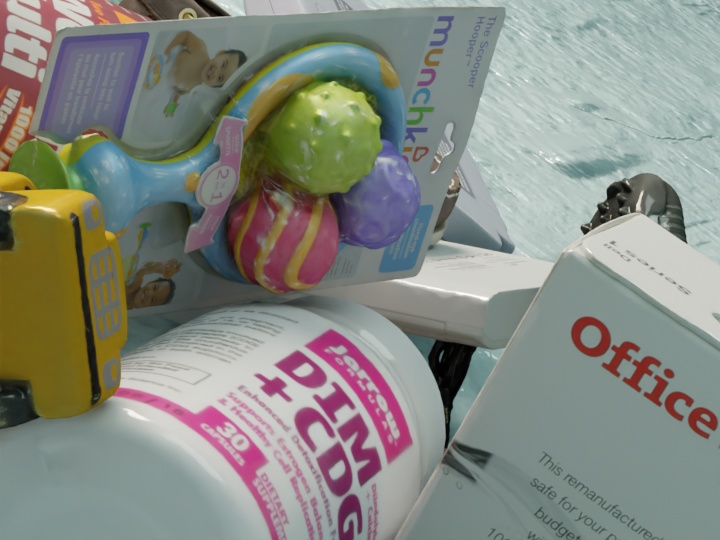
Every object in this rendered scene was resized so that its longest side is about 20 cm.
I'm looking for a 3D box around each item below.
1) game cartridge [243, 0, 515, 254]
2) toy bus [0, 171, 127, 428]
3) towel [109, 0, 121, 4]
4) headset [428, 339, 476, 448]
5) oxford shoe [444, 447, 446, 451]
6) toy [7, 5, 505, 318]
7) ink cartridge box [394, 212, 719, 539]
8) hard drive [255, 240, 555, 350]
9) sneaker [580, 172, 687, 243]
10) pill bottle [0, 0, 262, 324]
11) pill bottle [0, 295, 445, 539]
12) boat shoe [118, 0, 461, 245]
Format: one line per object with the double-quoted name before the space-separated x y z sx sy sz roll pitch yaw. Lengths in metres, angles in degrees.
"game cartridge" 0.003 -0.083 1.160 0.133 0.042 0.201 34 21 -33
"toy bus" -0.163 0.008 0.716 0.198 0.066 0.078 -2 11 18
"towel" -0.108 -0.093 1.024 0.200 0.022 0.146 45 19 17
"headset" 0.119 0.076 1.030 0.198 0.095 0.124 7 25 -12
"oxford shoe" 0.044 0.107 0.897 0.200 0.071 0.072 42 18 30
"toy" -0.027 -0.028 0.806 0.199 0.116 0.047 -5 36 -39
"ink cartridge box" 0.091 0.103 0.773 0.146 0.201 0.084 35 22 14
"hard drive" 0.000 0.000 1.028 0.199 0.027 0.132 11 9 31
"sneaker" 0.126 0.063 0.951 0.090 0.202 0.066 8 -12 -20
"pill bottle" -0.122 -0.051 0.832 0.199 0.110 0.110 21 21 -39
"pill bottle" -0.046 0.075 0.784 0.113 0.114 0.200 33 21 10
"boat shoe" -0.026 -0.066 0.985 0.199 0.060 0.072 23 21 -37
